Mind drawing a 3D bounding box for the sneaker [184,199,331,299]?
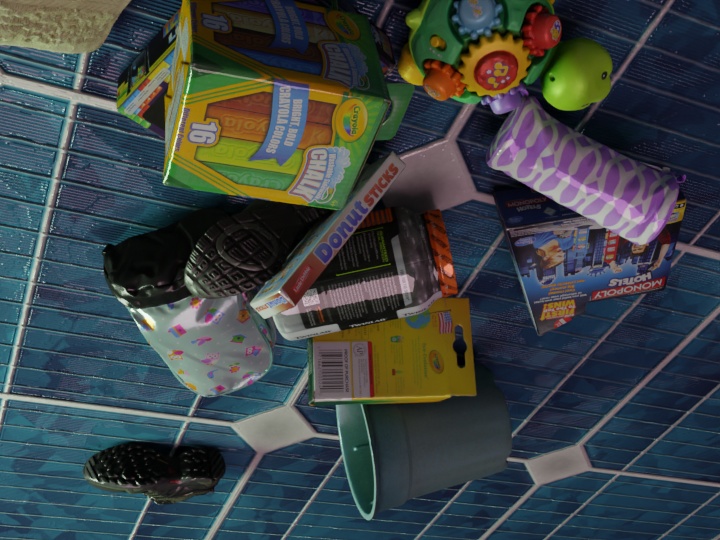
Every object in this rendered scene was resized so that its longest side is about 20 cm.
[{"bbox_3d":[-0.093,-0.040,0.890,0.200,0.091,0.076,-40,96,-18],"label":"sneaker"}]

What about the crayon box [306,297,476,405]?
[{"bbox_3d":[0.036,0.098,1.081,0.200,0.127,0.051,1,166,-10],"label":"crayon box"}]

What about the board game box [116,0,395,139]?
[{"bbox_3d":[-0.096,-0.182,0.810,0.200,0.057,0.165,-37,133,26],"label":"board game box"}]

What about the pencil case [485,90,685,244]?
[{"bbox_3d":[0.226,-0.101,0.893,0.200,0.084,0.086,26,105,-6],"label":"pencil case"}]

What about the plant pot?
[{"bbox_3d":[0.084,0.212,1.184,0.196,0.200,0.200,-8,138,-14],"label":"plant pot"}]

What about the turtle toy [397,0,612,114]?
[{"bbox_3d":[0.133,-0.200,0.797,0.200,0.101,0.146,9,135,-19],"label":"turtle toy"}]

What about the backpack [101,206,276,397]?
[{"bbox_3d":[-0.175,0.043,0.984,0.167,0.127,0.200,-16,135,7],"label":"backpack"}]

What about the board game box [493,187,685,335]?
[{"bbox_3d":[0.257,-0.015,1.040,0.200,0.062,0.200,-9,138,-2],"label":"board game box"}]

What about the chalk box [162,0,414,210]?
[{"bbox_3d":[-0.054,-0.138,0.732,0.200,0.124,0.125,6,136,-18],"label":"chalk box"}]

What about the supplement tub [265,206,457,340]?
[{"bbox_3d":[0.000,0.000,0.975,0.200,0.123,0.123,-12,138,4],"label":"supplement tub"}]

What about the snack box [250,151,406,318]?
[{"bbox_3d":[-0.030,-0.037,0.876,0.024,0.200,0.072,45,151,-14],"label":"snack box"}]

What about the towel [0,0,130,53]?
[{"bbox_3d":[-0.258,-0.232,0.684,0.200,0.036,0.148,-7,145,-49],"label":"towel"}]

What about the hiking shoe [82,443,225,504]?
[{"bbox_3d":[-0.302,0.309,1.290,0.200,0.076,0.101,6,132,-18],"label":"hiking shoe"}]
